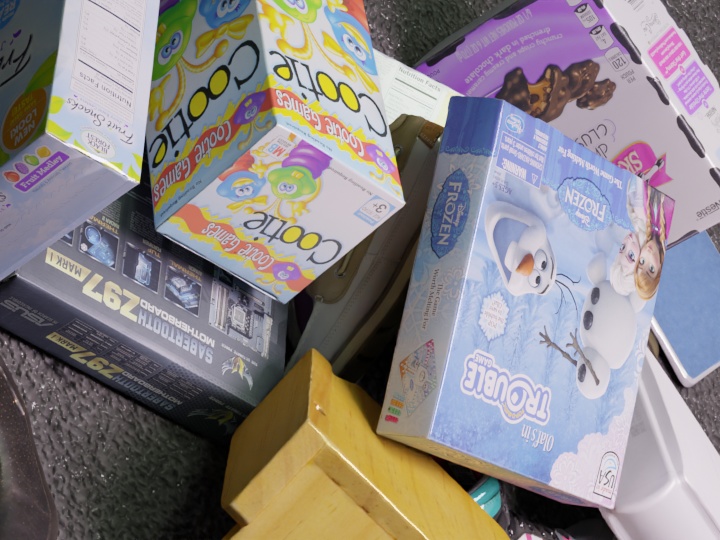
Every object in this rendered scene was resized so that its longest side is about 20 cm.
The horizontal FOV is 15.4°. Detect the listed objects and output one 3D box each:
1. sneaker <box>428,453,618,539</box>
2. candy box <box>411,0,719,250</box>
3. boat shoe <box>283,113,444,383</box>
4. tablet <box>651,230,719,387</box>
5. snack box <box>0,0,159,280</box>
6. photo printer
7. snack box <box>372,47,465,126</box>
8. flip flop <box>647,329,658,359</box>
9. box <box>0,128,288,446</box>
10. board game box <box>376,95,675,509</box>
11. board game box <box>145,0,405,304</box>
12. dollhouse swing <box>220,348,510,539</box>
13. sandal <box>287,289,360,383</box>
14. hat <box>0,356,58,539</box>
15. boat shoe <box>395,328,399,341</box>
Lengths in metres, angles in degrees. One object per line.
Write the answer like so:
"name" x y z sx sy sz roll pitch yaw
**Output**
"sneaker" 0.083 0.158 1.632 0.200 0.084 0.121 -23 93 -51
"candy box" 0.156 -0.101 1.810 0.200 0.168 0.072 54 38 -6
"boat shoe" 0.000 0.000 1.583 0.068 0.200 0.075 35 1 9
"tablet" 0.218 -0.019 1.953 0.130 0.014 0.200 -28 87 -52
"snack box" -0.183 -0.102 1.426 0.068 0.169 0.200 28 47 -33
"photo printer" 0.209 0.157 1.724 0.200 0.069 0.167 54 13 -34
"snack box" 0.058 -0.047 1.654 0.200 0.037 0.116 27 67 -7
"flip flop" 0.142 0.024 1.766 0.058 0.081 0.200 -49 144 -13
"box" -0.127 -0.009 1.525 0.200 0.051 0.158 30 46 -34
"board game box" 0.102 0.023 1.560 0.200 0.043 0.199 24 76 -50
"board game box" -0.057 -0.100 1.542 0.105 0.103 0.200 31 33 -35
"dollhouse swing" -0.020 0.192 1.478 0.200 0.176 0.182 44 11 -11
"sandal" -0.001 -0.016 1.672 0.082 0.050 0.203 36 45 -24
"hat" -0.243 0.103 1.299 0.201 0.081 0.201 37 39 -38
"boat shoe" 0.065 0.003 1.725 0.066 0.072 0.200 26 40 -30
